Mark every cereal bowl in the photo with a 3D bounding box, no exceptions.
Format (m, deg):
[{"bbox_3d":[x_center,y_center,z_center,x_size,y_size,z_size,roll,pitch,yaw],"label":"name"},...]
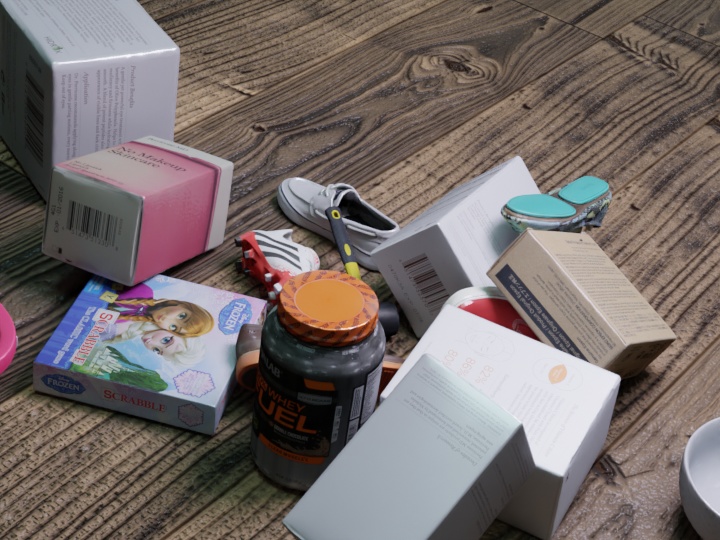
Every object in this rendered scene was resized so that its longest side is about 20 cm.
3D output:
[{"bbox_3d":[0.410,0.236,1.480,0.199,0.084,0.201,6,35,-5],"label":"cereal bowl"}]

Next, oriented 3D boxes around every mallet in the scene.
[{"bbox_3d":[0.000,0.000,1.730,0.065,0.041,0.201,1,47,-12],"label":"mallet"}]

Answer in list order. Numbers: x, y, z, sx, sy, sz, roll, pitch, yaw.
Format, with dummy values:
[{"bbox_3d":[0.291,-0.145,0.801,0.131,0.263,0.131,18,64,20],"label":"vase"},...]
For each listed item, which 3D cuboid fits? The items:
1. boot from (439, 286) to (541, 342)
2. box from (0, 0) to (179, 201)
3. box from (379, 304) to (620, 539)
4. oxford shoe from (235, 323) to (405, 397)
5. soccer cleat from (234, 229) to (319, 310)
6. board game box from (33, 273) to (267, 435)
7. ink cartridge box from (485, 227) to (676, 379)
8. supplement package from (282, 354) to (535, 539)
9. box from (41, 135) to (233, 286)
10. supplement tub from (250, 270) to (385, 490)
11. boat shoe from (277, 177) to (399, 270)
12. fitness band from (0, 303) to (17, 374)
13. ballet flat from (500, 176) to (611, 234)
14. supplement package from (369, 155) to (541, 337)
[{"bbox_3d":[0.182,0.098,1.588,0.199,0.073,0.145,21,28,-34],"label":"boot"},{"bbox_3d":[-0.344,-0.225,1.859,0.170,0.200,0.200,-12,40,-28],"label":"box"},{"bbox_3d":[0.137,0.151,1.499,0.199,0.107,0.152,23,47,19],"label":"box"},{"bbox_3d":[-0.035,0.089,1.574,0.199,0.071,0.073,9,48,-20],"label":"oxford shoe"},{"bbox_3d":[-0.076,0.011,1.705,0.085,0.069,0.200,-14,36,-23],"label":"soccer cleat"},{"bbox_3d":[-0.221,0.078,1.596,0.198,0.041,0.200,13,35,6],"label":"board game box"},{"bbox_3d":[0.244,0.039,1.621,0.165,0.075,0.200,51,21,19],"label":"ink cartridge box"},{"bbox_3d":[0.047,0.200,1.329,0.117,0.117,0.200,35,75,26],"label":"supplement package"},{"bbox_3d":[-0.252,-0.073,1.701,0.127,0.110,0.200,19,22,20],"label":"box"},{"bbox_3d":[-0.042,0.108,1.457,0.122,0.201,0.123,6,34,-4],"label":"supplement tub"},{"bbox_3d":[-0.023,-0.076,1.837,0.199,0.066,0.073,32,41,28],"label":"boat shoe"},{"bbox_3d":[-0.451,0.065,1.573,0.143,0.038,0.200,-23,45,-34],"label":"fitness band"},{"bbox_3d":[0.225,-0.056,1.703,0.074,0.075,0.199,34,32,32],"label":"ballet flat"},{"bbox_3d":[0.127,-0.029,1.725,0.200,0.117,0.117,-37,99,-46],"label":"supplement package"}]
